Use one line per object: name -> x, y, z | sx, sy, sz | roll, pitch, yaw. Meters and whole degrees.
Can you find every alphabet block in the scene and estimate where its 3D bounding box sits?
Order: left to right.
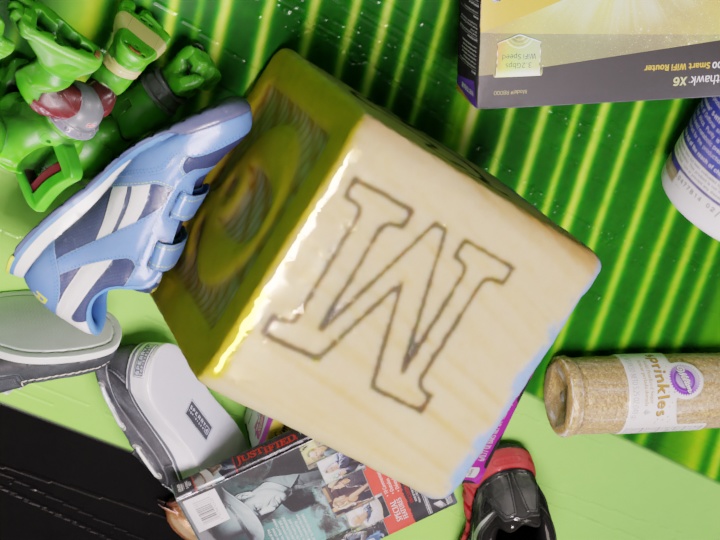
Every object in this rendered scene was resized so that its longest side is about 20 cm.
alphabet block -> 0.000, 0.000, 1.074 | 0.199, 0.195, 0.197 | 29, 97, -27

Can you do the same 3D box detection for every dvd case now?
dvd case -> -0.032, 0.174, 1.260 | 0.199, 0.022, 0.146 | -26, 132, -4

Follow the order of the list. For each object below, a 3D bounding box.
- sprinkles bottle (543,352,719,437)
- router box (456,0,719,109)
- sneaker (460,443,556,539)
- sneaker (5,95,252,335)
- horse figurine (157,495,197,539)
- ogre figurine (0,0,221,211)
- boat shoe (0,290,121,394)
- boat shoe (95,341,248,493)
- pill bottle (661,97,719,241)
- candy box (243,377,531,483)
sprinkles bottle -> 0.255, 0.102, 1.348 | 0.198, 0.068, 0.069 | -1, 128, -15
router box -> 0.166, -0.193, 1.072 | 0.198, 0.052, 0.158 | -5, 112, -13
sneaker -> 0.127, 0.248, 1.408 | 0.070, 0.098, 0.201 | -10, 131, -11
sneaker -> -0.138, -0.037, 1.062 | 0.200, 0.074, 0.082 | -39, 91, 17
horse figurine -> -0.066, 0.233, 1.370 | 0.132, 0.050, 0.200 | -31, 127, 1
ogre figurine -> -0.193, -0.108, 1.023 | 0.120, 0.098, 0.200 | -47, 170, 28
boat shoe -> -0.271, 0.058, 1.158 | 0.198, 0.076, 0.061 | 4, 127, -4
boat shoe -> -0.146, 0.131, 1.255 | 0.067, 0.072, 0.201 | 2, 139, 29
pill bottle -> 0.311, -0.120, 1.154 | 0.119, 0.120, 0.201 | 10, 124, -23
candy box -> 0.022, 0.096, 1.278 | 0.199, 0.061, 0.137 | 7, 126, -21
